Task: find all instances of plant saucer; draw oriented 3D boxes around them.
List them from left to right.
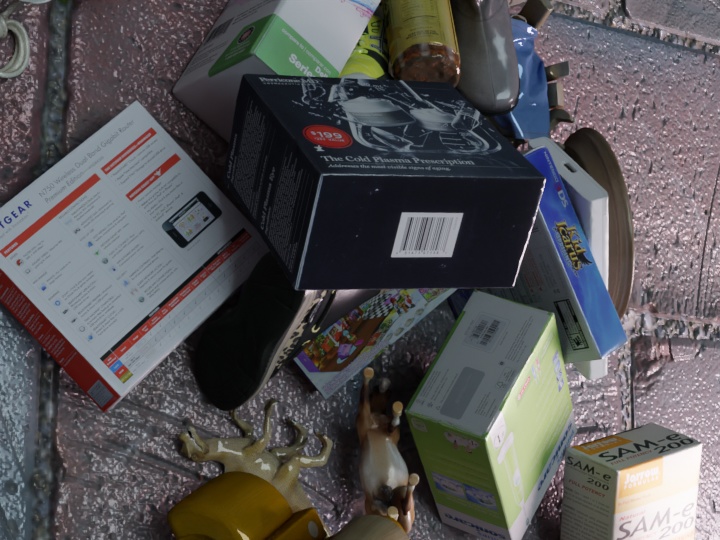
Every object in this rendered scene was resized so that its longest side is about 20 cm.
[{"bbox_3d":[0.223,-0.041,1.564,0.029,0.200,0.201,-7,85,-11],"label":"plant saucer"}]

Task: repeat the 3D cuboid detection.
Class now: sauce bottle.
[{"bbox_3d":[0.051,-0.249,1.461,0.066,0.066,0.201,21,45,-31],"label":"sauce bottle"}]

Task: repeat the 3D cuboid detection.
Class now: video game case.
[{"bbox_3d":[0.145,-0.005,1.498,0.045,0.181,0.201,-28,98,-34],"label":"video game case"}]

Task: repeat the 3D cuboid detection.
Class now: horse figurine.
[{"bbox_3d":[0.026,0.177,1.398,0.050,0.133,0.201,-9,66,-8],"label":"horse figurine"}]

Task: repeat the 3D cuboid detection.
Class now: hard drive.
[{"bbox_3d":[0.200,-0.012,1.521,0.026,0.132,0.201,-15,124,-14],"label":"hard drive"}]

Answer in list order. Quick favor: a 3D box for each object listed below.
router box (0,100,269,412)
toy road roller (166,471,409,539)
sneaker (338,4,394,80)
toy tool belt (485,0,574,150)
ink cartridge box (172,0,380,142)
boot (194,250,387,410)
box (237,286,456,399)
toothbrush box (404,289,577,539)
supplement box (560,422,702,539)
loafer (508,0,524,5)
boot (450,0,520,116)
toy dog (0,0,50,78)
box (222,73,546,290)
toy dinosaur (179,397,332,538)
[{"bbox_3d":[-0.199,-0.015,1.313,0.180,0.049,0.200,48,58,-2],"label":"router box"},{"bbox_3d":[-0.070,0.232,1.294,0.147,0.199,0.123,64,29,-3],"label":"toy road roller"},{"bbox_3d":[-0.006,-0.195,1.458,0.077,0.075,0.200,64,18,-13],"label":"sneaker"},{"bbox_3d":[0.151,-0.167,1.557,0.125,0.123,0.201,-4,83,-50],"label":"toy tool belt"},{"bbox_3d":[-0.062,-0.225,1.415,0.084,0.145,0.201,40,61,-23],"label":"ink cartridge box"},{"bbox_3d":[-0.047,0.036,1.356,0.153,0.204,0.074,-23,68,-42],"label":"boot"},{"bbox_3d":[0.000,0.000,1.430,0.200,0.039,0.137,-39,107,-4],"label":"box"},{"bbox_3d":[0.125,0.140,1.459,0.146,0.086,0.200,-58,148,-28],"label":"toothbrush box"},{"bbox_3d":[0.265,0.265,1.560,0.126,0.073,0.201,-12,110,-36],"label":"supplement box"},{"bbox_3d":[0.090,-0.312,1.589,0.199,0.072,0.063,2,70,-31],"label":"loafer"},{"bbox_3d":[0.107,-0.253,1.460,0.069,0.132,0.201,-11,74,0],"label":"boot"},{"bbox_3d":[-0.267,-0.264,1.307,0.132,0.096,0.200,50,58,-17],"label":"toy dog"},{"bbox_3d":[0.014,-0.074,1.277,0.199,0.182,0.105,-1,120,-26],"label":"box"},{"bbox_3d":[-0.074,0.181,1.400,0.200,0.058,0.101,39,76,-16],"label":"toy dinosaur"}]
